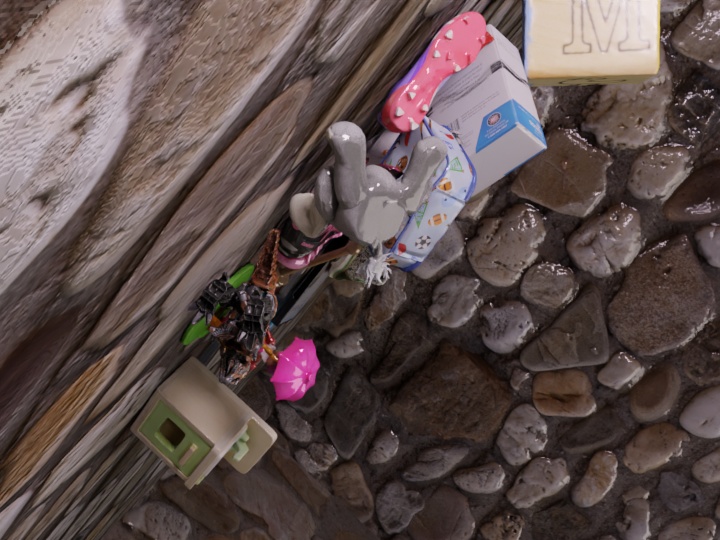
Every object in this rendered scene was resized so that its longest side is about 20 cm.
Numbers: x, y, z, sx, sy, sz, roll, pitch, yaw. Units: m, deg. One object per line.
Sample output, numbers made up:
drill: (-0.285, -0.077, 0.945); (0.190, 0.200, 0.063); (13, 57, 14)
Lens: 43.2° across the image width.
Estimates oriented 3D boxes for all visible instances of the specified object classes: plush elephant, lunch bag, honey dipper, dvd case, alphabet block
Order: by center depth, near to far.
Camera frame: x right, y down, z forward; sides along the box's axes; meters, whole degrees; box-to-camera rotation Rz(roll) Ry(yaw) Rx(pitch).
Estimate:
plush elephant: (-0.003, -0.099, 1.144); (0.162, 0.155, 0.203); (-4, 113, -28)
lunch bag: (0.074, -0.113, 1.271); (0.201, 0.075, 0.161); (-53, -142, 25)
honey dipper: (-0.078, -0.010, 1.366); (0.198, 0.038, 0.038); (-19, -165, 33)
alphabet block: (0.353, -0.395, 1.419); (0.195, 0.196, 0.200); (-43, 132, -77)
dvd case: (-0.071, 0.007, 1.517); (0.201, 0.017, 0.143); (-51, 177, 5)

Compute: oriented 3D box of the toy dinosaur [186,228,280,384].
toy dinosaur: (-0.150, 0.048, 1.169); (0.136, 0.100, 0.204); (1, 89, -76)

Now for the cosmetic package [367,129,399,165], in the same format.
cosmetic package: (0.086, -0.209, 1.425); (0.051, 0.081, 0.201); (91, 25, -44)

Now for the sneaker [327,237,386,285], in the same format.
sneaker: (0.000, 0.000, 1.479); (0.077, 0.088, 0.200); (-51, 176, -4)

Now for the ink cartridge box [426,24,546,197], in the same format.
ink cartridge box: (0.176, -0.235, 1.335); (0.144, 0.084, 0.203); (-32, -130, 32)

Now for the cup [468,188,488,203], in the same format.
cup: (0.132, -0.212, 1.659); (0.142, 0.202, 0.201); (-14, 157, -37)

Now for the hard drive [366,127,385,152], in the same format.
hard drive: (0.028, -0.199, 1.521); (0.132, 0.027, 0.200); (-51, 177, 37)

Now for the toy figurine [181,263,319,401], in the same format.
toy figurine: (-0.144, 0.114, 1.318); (0.150, 0.184, 0.200); (-47, 179, -20)

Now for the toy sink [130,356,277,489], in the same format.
toy sink: (-0.261, 0.270, 1.501); (0.131, 0.200, 0.112); (-48, 179, 38)

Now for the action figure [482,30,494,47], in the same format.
action figure: (0.104, -0.281, 1.317); (0.200, 0.052, 0.065); (-45, 174, 16)

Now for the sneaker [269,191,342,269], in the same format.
sneaker: (-0.051, -0.089, 1.312); (0.200, 0.078, 0.096); (-49, 168, -38)

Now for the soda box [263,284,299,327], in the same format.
soda box: (-0.171, 0.067, 1.600); (0.201, 0.064, 0.068); (-51, 177, 29)

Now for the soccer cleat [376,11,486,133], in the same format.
soccer cleat: (0.095, -0.273, 1.240); (0.201, 0.067, 0.076); (-54, -151, -6)

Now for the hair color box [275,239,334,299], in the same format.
hair color box: (-0.078, -0.049, 1.499); (0.200, 0.060, 0.099); (-47, 177, -45)
